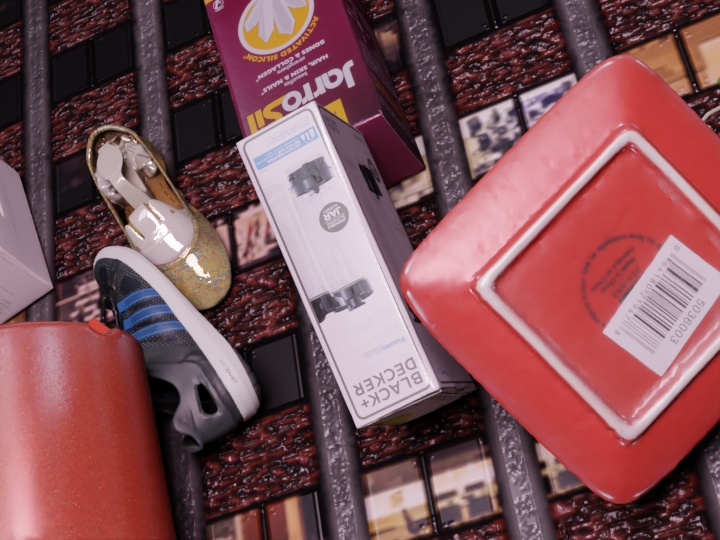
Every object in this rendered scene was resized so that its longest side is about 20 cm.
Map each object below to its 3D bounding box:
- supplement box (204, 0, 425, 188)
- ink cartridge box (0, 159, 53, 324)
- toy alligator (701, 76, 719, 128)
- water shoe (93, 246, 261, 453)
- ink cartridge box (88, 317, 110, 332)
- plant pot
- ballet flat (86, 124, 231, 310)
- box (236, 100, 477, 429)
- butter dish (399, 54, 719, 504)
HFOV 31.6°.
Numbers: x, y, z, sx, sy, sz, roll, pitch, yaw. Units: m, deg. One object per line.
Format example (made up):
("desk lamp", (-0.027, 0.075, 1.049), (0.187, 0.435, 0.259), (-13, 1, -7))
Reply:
("supplement box", (-0.039, -0.148, 0.989), (0.110, 0.086, 0.201), (-27, 56, 13))
("ink cartridge box", (-0.377, 0.000, 1.091), (0.199, 0.083, 0.147), (-33, 55, 10))
("toy alligator", (0.275, -0.147, 0.848), (0.200, 0.059, 0.054), (-43, 12, 3))
("water shoe", (-0.158, 0.053, 0.946), (0.079, 0.072, 0.200), (-37, 52, -20))
("ink cartridge box", (-0.244, 0.132, 0.973), (0.109, 0.050, 0.201), (28, 81, 35))
("plant pot", (-0.208, 0.147, 0.833), (0.199, 0.201, 0.197), (-15, 70, 20))
("ballet flat", (-0.169, -0.048, 1.019), (0.071, 0.071, 0.200), (-39, 54, 5))
("box", (0.000, 0.000, 0.834), (0.060, 0.117, 0.201), (-27, 80, 13))
("butter dish", (0.146, 0.005, 0.786), (0.199, 0.148, 0.200), (44, 87, -4))
